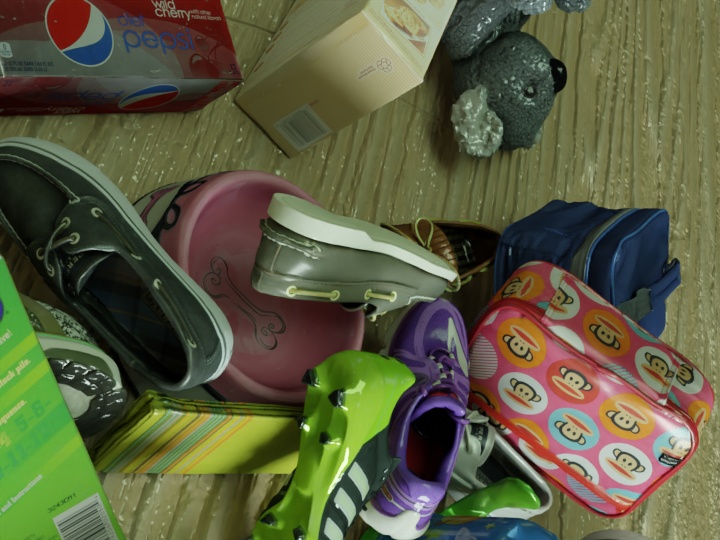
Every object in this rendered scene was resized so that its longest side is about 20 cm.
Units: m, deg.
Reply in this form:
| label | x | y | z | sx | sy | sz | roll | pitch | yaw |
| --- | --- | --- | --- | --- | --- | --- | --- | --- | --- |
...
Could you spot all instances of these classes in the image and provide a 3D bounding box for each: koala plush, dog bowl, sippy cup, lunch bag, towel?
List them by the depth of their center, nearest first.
| label | x | y | z | sx | sy | sz | roll | pitch | yaw |
| --- | --- | --- | --- | --- | --- | --- | --- | --- | --- |
| towel | -0.076 | 0.110 | 0.693 | 0.198 | 0.086 | 0.018 | 11 | 50 | -43 |
| dog bowl | -0.078 | 0.020 | 0.741 | 0.199 | 0.073 | 0.203 | 23 | 56 | -38 |
| sippy cup | 0.079 | 0.234 | 0.757 | 0.138 | 0.130 | 0.180 | 18 | 62 | -38 |
| lunch bag | 0.169 | 0.106 | 0.874 | 0.199 | 0.177 | 0.082 | 36 | 47 | 7 |
| lunch bag | 0.218 | 0.015 | 0.968 | 0.199 | 0.131 | 0.138 | -29 | 121 | -54 |
| koala plush | 0.134 | -0.211 | 1.032 | 0.177 | 0.181 | 0.203 | -27 | 113 | -60 |

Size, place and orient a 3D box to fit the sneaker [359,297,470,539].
| label | x | y | z | sx | sy | sz | roll | pitch | yaw |
| --- | --- | --- | --- | --- | --- | --- | --- | --- | --- |
| sneaker | 0.056 | 0.097 | 0.771 | 0.080 | 0.084 | 0.202 | 24 | 47 | -14 |

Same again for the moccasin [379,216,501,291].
| label | x | y | z | sx | sy | sz | roll | pitch | yaw |
| --- | --- | --- | --- | --- | --- | --- | --- | --- | --- |
| moccasin | 0.053 | -0.009 | 0.879 | 0.200 | 0.077 | 0.075 | -2 | 71 | -50 |

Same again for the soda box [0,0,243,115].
| label | x | y | z | sx | sy | sz | roll | pitch | yaw |
| --- | --- | --- | --- | --- | --- | --- | --- | --- | --- |
| soda box | -0.178 | -0.150 | 0.723 | 0.199 | 0.063 | 0.071 | -10 | 80 | -48 |

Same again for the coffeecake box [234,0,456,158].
| label | x | y | z | sx | sy | sz | roll | pitch | yaw |
| --- | --- | --- | --- | --- | --- | --- | --- | --- | --- |
| coffeecake box | 0.002 | -0.208 | 0.869 | 0.073 | 0.153 | 0.201 | 43 | 46 | -23 |

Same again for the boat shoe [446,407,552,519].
| label | x | y | z | sx | sy | sz | roll | pitch | yaw |
| --- | --- | --- | --- | --- | --- | --- | --- | --- | --- |
| boat shoe | 0.081 | 0.137 | 0.857 | 0.199 | 0.065 | 0.074 | 39 | 48 | -27 |

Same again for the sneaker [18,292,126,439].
| label | x | y | z | sx | sy | sz | roll | pitch | yaw |
| --- | --- | --- | --- | --- | --- | --- | --- | --- | --- |
| sneaker | -0.229 | 0.030 | 0.602 | 0.199 | 0.077 | 0.089 | 30 | 21 | -32 |

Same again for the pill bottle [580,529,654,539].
| label | x | y | z | sx | sy | sz | roll | pitch | yaw |
| --- | --- | --- | --- | --- | --- | --- | --- | --- | --- |
| pill bottle | 0.200 | 0.323 | 0.859 | 0.115 | 0.114 | 0.201 | 51 | 44 | -15 |

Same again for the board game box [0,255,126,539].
| label | x | y | z | sx | sy | sz | roll | pitch | yaw |
| --- | --- | --- | --- | --- | --- | --- | --- | --- | --- |
| board game box | -0.200 | 0.085 | 0.550 | 0.095 | 0.030 | 0.202 | -27 | 114 | -25 |

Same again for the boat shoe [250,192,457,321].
| label | x | y | z | sx | sy | sz | roll | pitch | yaw |
| --- | --- | --- | --- | --- | --- | --- | --- | --- | --- |
| boat shoe | -0.002 | -0.001 | 0.730 | 0.201 | 0.072 | 0.061 | 16 | 101 | -54 |

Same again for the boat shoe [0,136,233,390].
| label | x | y | z | sx | sy | sz | roll | pitch | yaw |
| --- | --- | --- | --- | --- | --- | --- | --- | --- | --- |
| boat shoe | -0.158 | -0.006 | 0.633 | 0.200 | 0.069 | 0.057 | 42 | 15 | 3 |

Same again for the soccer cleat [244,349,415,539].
| label | x | y | z | sx | sy | sz | roll | pitch | yaw |
| --- | --- | --- | --- | --- | --- | --- | --- | --- | --- |
| soccer cleat | -0.019 | 0.145 | 0.679 | 0.080 | 0.067 | 0.202 | 4 | 112 | -43 |
